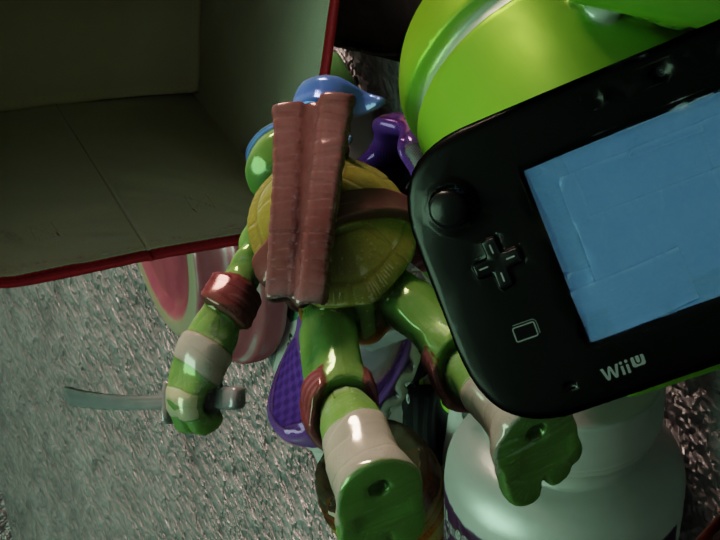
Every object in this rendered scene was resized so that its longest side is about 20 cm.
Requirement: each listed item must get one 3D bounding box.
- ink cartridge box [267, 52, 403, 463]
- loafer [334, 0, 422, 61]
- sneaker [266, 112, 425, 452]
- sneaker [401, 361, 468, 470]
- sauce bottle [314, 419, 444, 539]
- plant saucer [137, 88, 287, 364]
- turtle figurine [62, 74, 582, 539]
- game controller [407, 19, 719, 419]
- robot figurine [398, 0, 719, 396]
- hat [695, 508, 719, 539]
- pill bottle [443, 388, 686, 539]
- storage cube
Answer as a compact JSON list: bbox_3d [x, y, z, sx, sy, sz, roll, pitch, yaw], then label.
[{"bbox_3d":[-0.017,-0.003,0.997,0.146,0.084,0.201,105,143,-54],"label":"ink cartridge box"},{"bbox_3d":[-0.004,-0.142,0.876,0.200,0.072,0.073,26,128,62],"label":"loafer"},{"bbox_3d":[0.000,0.000,0.830,0.201,0.088,0.081,-58,46,17],"label":"sneaker"},{"bbox_3d":[0.048,0.070,0.872,0.083,0.072,0.200,43,152,23],"label":"sneaker"},{"bbox_3d":[0.036,0.152,0.873,0.066,0.066,0.200,54,177,40],"label":"sauce bottle"},{"bbox_3d":[-0.103,-0.038,1.001,0.200,0.051,0.202,164,90,-70],"label":"plant saucer"},{"bbox_3d":[-0.002,0.041,0.690,0.201,0.143,0.194,-59,39,23],"label":"turtle figurine"},{"bbox_3d":[0.116,-0.024,0.545,0.042,0.199,0.105,1,-112,-69],"label":"game controller"},{"bbox_3d":[0.088,-0.051,0.655,0.201,0.115,0.176,60,156,31],"label":"robot figurine"},{"bbox_3d":[0.137,0.110,0.565,0.166,0.175,0.201,50,149,45],"label":"hat"},{"bbox_3d":[0.093,0.123,0.777,0.112,0.112,0.201,48,147,48],"label":"pill bottle"},{"bbox_3d":[-0.130,-0.123,0.811,0.180,0.170,0.201,51,142,42],"label":"storage cube"}]
